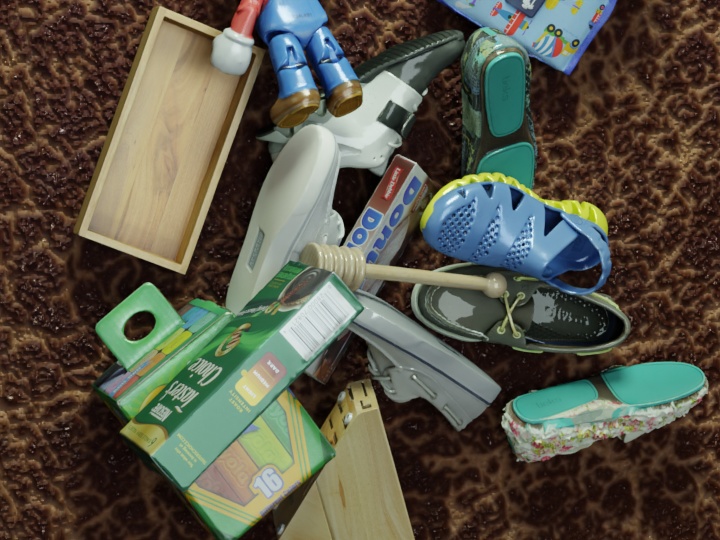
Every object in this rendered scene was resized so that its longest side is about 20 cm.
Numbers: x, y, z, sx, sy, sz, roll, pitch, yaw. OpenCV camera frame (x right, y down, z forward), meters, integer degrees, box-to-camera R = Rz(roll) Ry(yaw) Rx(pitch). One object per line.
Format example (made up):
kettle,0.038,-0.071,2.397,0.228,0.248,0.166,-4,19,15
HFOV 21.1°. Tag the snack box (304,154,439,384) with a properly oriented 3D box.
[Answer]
snack box,0.000,0.000,1.676,0.024,0.072,0.201,28,85,25

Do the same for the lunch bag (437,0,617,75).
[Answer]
lunch bag,0.159,-0.282,1.703,0.150,0.094,0.201,26,99,-19

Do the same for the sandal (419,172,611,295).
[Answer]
sandal,0.145,-0.027,1.683,0.198,0.087,0.080,7,124,-27

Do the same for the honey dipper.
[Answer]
honey dipper,0.042,0.003,1.643,0.198,0.038,0.038,5,94,-31

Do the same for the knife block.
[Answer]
knife block,0.020,0.218,1.679,0.174,0.064,0.201,27,105,-17

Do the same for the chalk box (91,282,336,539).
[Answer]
chalk box,-0.136,0.106,1.613,0.125,0.124,0.201,-40,105,-11

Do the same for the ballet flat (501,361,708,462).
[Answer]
ballet flat,0.220,0.130,1.767,0.198,0.076,0.064,-9,128,-12

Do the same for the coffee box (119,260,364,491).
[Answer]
coffee box,-0.094,0.079,1.498,0.200,0.123,0.044,-45,106,-9

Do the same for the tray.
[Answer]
tray,-0.162,-0.109,1.632,0.098,0.037,0.202,20,89,-18

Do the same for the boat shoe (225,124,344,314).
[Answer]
boat shoe,-0.051,-0.028,1.635,0.068,0.072,0.202,9,111,-29

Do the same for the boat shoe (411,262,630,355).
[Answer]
boat shoe,0.145,0.036,1.729,0.200,0.060,0.073,9,92,-18

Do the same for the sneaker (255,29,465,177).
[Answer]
sneaker,0.014,-0.133,1.670,0.199,0.074,0.089,-32,103,-2

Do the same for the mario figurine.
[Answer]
mario figurine,-0.065,-0.217,1.620,0.123,0.105,0.202,2,67,-59

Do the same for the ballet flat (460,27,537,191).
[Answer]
ballet flat,0.116,-0.125,1.696,0.073,0.074,0.202,-11,129,-16

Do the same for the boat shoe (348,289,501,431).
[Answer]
boat shoe,0.040,0.082,1.679,0.066,0.072,0.199,-52,135,4
